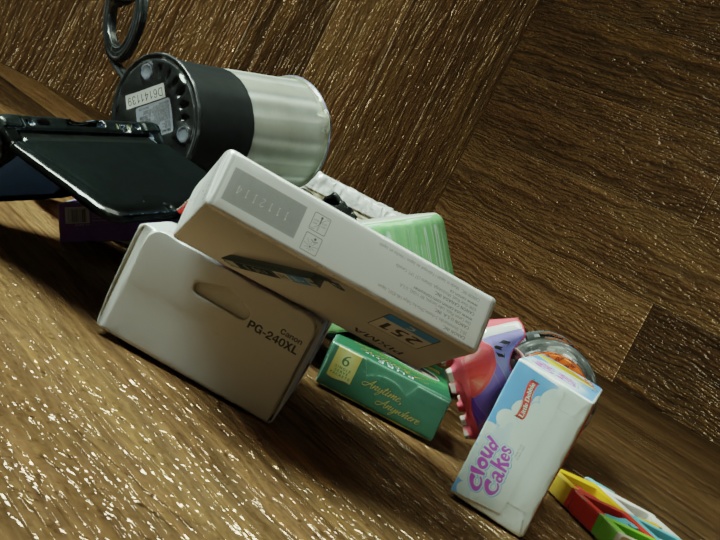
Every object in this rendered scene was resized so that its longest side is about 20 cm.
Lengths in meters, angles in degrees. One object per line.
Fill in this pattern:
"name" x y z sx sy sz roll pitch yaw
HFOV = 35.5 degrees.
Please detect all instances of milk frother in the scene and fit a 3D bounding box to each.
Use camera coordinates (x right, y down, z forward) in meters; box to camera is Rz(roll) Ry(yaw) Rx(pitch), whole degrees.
"milk frother" -0.149 -0.184 1.083 0.179 0.203 0.187 12 9 36

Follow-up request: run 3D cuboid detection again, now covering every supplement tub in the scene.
"supplement tub" 0.216 0.138 1.331 0.122 0.123 0.200 28 5 6

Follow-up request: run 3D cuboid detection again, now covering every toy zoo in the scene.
"toy zoo" 0.247 0.236 1.041 0.130 0.021 0.200 27 4 -16

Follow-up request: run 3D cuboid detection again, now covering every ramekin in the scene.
"ramekin" 0.000 0.000 1.128 0.197 0.099 0.200 -7 3 0

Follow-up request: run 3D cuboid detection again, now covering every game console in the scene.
"game console" -0.220 -0.057 0.897 0.200 0.175 0.117 -10 74 -65

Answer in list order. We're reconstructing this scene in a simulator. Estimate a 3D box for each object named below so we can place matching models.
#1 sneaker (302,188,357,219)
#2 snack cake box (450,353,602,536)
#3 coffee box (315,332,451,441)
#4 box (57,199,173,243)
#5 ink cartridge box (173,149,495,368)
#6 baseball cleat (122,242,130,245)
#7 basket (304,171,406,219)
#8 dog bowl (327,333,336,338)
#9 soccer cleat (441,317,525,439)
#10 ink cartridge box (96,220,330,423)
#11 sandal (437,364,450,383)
"sneaker" -0.016 -0.045 1.295 0.076 0.085 0.199 -21 -25 25
"snack cake box" 0.141 0.136 0.925 0.067 0.116 0.200 30 4 13
"coffee box" 0.024 0.100 1.080 0.122 0.044 0.200 28 4 0
"box" -0.175 -0.052 1.072 0.197 0.040 0.137 -2 7 -3
"ink cartridge box" -0.032 0.004 0.770 0.199 0.045 0.176 29 -19 -14
"baseball cleat" -0.184 -0.053 1.224 0.198 0.071 0.106 13 9 -23
"basket" -0.045 -0.050 1.644 0.199 0.162 0.198 27 4 -17
"dog bowl" -0.046 0.030 1.312 0.199 0.050 0.112 27 18 -23
"soccer cleat" 0.117 0.100 1.005 0.200 0.076 0.067 66 7 -60
"ink cartridge box" -0.099 0.030 0.860 0.144 0.084 0.200 29 5 2
"sandal" 0.085 0.081 1.306 0.200 0.054 0.081 41 33 -43
